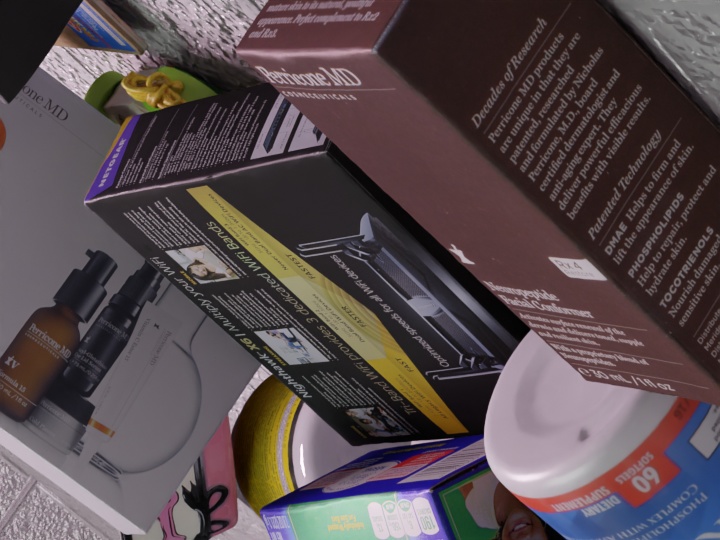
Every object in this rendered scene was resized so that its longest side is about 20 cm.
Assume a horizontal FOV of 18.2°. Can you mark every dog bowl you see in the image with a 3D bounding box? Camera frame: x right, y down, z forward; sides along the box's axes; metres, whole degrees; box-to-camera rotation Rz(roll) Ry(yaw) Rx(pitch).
[{"bbox_3d":[-0.120,0.078,1.374,0.073,0.202,0.200,-7,167,-6],"label":"dog bowl"}]

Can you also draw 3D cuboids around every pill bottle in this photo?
[{"bbox_3d":[-0.012,0.107,1.343,0.112,0.113,0.200,37,165,-13],"label":"pill bottle"},{"bbox_3d":[0.155,0.098,0.940,0.200,0.113,0.112,40,165,-24],"label":"pill bottle"}]

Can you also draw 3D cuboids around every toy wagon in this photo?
[{"bbox_3d":[-0.064,-0.050,1.098,0.155,0.040,0.200,28,164,22],"label":"toy wagon"}]

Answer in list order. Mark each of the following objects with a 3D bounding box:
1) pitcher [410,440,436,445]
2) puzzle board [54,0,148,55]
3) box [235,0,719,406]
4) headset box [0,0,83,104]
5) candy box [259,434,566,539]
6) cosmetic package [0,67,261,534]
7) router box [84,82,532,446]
[{"bbox_3d":[0.108,0.142,1.129,0.172,0.121,0.200,64,166,-5],"label":"pitcher"},{"bbox_3d":[-0.200,-0.172,1.052,0.200,0.017,0.150,43,162,-33],"label":"puzzle board"},{"bbox_3d":[0.064,-0.039,0.780,0.200,0.075,0.100,43,164,-25],"label":"box"},{"bbox_3d":[-0.216,-0.158,0.950,0.199,0.075,0.149,23,162,36],"label":"headset box"},{"bbox_3d":[0.052,0.182,1.021,0.169,0.077,0.201,-17,96,61],"label":"candy box"},{"bbox_3d":[-0.143,0.007,1.074,0.200,0.151,0.052,37,163,-10],"label":"cosmetic package"},{"bbox_3d":[0.000,0.000,0.998,0.157,0.052,0.200,-8,138,44],"label":"router box"}]
